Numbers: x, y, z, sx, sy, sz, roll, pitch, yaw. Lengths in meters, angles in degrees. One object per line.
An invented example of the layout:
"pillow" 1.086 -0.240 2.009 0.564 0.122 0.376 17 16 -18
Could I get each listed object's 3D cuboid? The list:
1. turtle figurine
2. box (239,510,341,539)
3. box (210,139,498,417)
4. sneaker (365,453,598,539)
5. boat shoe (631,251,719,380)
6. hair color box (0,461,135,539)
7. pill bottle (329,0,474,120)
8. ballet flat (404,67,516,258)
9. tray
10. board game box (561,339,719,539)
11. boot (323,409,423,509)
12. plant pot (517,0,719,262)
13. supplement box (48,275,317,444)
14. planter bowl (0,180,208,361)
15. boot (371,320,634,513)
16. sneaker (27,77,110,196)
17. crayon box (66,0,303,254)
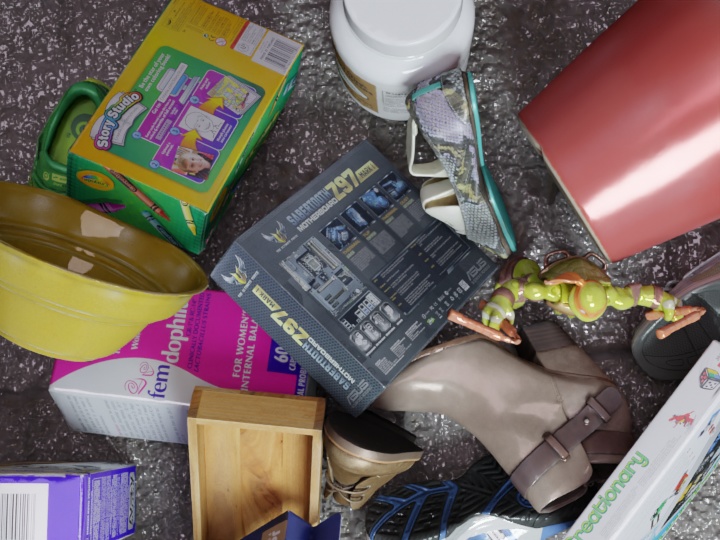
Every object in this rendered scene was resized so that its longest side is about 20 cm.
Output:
"turtle figurine" 0.154 0.015 1.083 0.198 0.161 0.065 -3 95 -8
"box" -0.096 0.261 1.050 0.199 0.122 0.032 -35 120 30
"box" 0.000 0.000 1.089 0.158 0.200 0.051 44 131 3
"sneaker" 0.098 0.203 1.125 0.198 0.077 0.076 -9 40 -12
"boat shoe" 0.307 0.016 1.142 0.202 0.065 0.075 -39 104 3
"hair color box" -0.243 0.179 1.061 0.108 0.200 0.065 1 83 1
"pill bottle" 0.032 -0.193 1.092 0.113 0.200 0.115 0 84 1
"ballet flat" 0.075 -0.078 1.100 0.071 0.201 0.072 -10 50 12
"tray" -0.080 0.173 1.075 0.098 0.201 0.037 5 43 1
"board game box" 0.239 0.159 1.091 0.035 0.126 0.200 36 85 29
"boot" 0.002 0.151 1.060 0.073 0.200 0.076 28 88 9
"plant pot" 0.234 -0.111 1.095 0.177 0.200 0.201 -33 85 7
"supplement box" -0.135 0.078 1.109 0.198 0.104 0.102 5 66 3
"planter bowl" -0.218 0.010 1.013 0.199 0.200 0.084 24 102 3
"boot" 0.119 0.124 1.107 0.199 0.070 0.147 -18 63 -10
"sneaker" -0.249 -0.064 1.144 0.073 0.084 0.202 10 85 2
"crayon box" -0.138 -0.123 1.115 0.118 0.058 0.201 24 55 3
